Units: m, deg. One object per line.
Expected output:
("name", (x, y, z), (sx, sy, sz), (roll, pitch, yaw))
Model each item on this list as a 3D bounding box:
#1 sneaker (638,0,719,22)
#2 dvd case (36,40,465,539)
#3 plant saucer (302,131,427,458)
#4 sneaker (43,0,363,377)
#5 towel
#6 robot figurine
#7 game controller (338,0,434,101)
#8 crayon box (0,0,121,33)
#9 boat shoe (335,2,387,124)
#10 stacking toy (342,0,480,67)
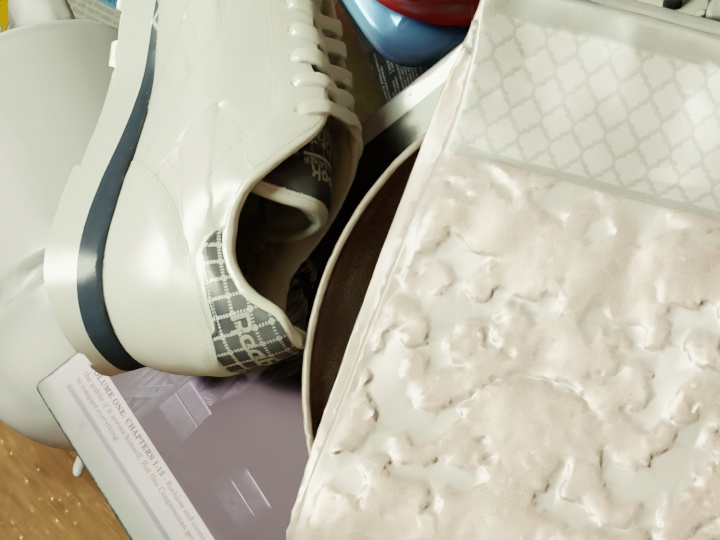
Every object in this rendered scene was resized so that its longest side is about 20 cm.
("sneaker", (0.123, -0.089, 0.928), (0.200, 0.088, 0.074), (-8, 60, 46))
("dvd case", (0.012, 0.037, 0.926), (0.200, 0.025, 0.150), (-39, 72, 13))
("plant saucer", (0.084, 0.035, 0.862), (0.200, 0.032, 0.201), (-2, 74, 8))
("sneaker", (-0.033, -0.058, 0.920), (0.080, 0.076, 0.200), (-3, 65, 32))
("towel", (0.100, 0.021, 0.832), (0.200, 0.032, 0.191), (15, 76, 12))
("robot figurine", (-0.110, -0.015, 1.115), (0.169, 0.113, 0.200), (-20, 64, -11))
("game controller", (0.013, -0.066, 1.094), (0.104, 0.042, 0.200), (-30, 46, 16))
("crayon box", (-0.143, -0.115, 1.228), (0.052, 0.126, 0.200), (-4, 64, 57))
("boat shoe", (0.001, 0.001, 0.988), (0.063, 0.074, 0.202), (-28, 70, 8))
("stacking toy", (0.023, -0.151, 0.973), (0.116, 0.200, 0.110), (-31, 76, 3))
